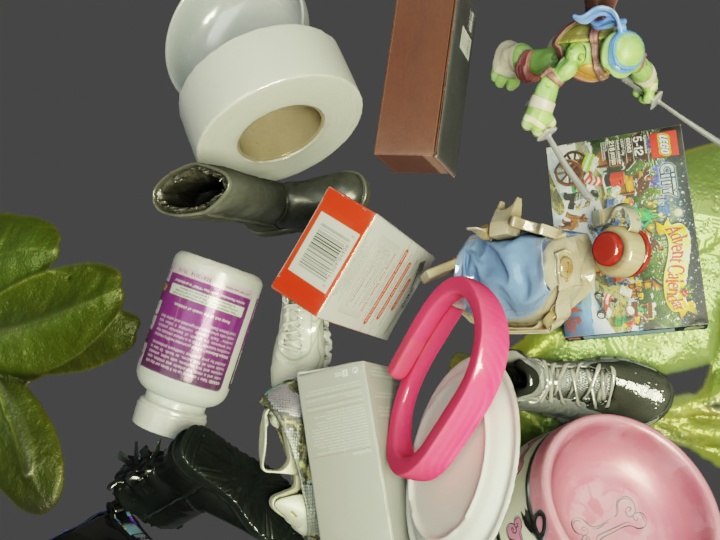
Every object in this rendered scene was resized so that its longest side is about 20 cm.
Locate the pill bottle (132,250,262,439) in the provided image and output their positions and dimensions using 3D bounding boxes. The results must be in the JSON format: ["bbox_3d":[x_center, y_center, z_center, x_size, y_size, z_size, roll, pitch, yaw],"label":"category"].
[{"bbox_3d":[-0.194,0.088,0.926,0.111,0.112,0.203,16,85,24],"label":"pill bottle"}]

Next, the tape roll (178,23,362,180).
[{"bbox_3d":[-0.101,-0.180,0.896,0.201,0.202,0.072,-29,71,14],"label":"tape roll"}]

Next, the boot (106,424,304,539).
[{"bbox_3d":[-0.175,0.258,0.894,0.162,0.198,0.074,-33,23,37],"label":"boot"}]

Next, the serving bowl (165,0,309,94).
[{"bbox_3d":[-0.147,-0.286,1.010,0.197,0.066,0.203,-5,77,21],"label":"serving bowl"}]

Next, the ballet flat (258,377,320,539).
[{"bbox_3d":[-0.071,0.220,0.856,0.071,0.072,0.203,-14,88,18],"label":"ballet flat"}]

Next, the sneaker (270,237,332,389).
[{"bbox_3d":[-0.066,0.052,0.902,0.074,0.081,0.203,12,85,21],"label":"sneaker"}]

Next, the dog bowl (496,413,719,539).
[{"bbox_3d":[0.220,0.215,0.692,0.197,0.074,0.202,9,50,-11],"label":"dog bowl"}]

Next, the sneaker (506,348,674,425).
[{"bbox_3d":[0.194,0.114,0.763,0.197,0.115,0.076,1,79,22],"label":"sneaker"}]

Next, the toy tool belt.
[{"bbox_3d":[0.158,-0.005,0.760,0.199,0.122,0.127,-18,70,53],"label":"toy tool belt"}]

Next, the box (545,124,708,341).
[{"bbox_3d":[0.266,-0.036,0.807,0.135,0.038,0.203,-8,76,21],"label":"box"}]

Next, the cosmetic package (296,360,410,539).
[{"bbox_3d":[0.003,0.202,0.828,0.089,0.107,0.203,-12,73,19],"label":"cosmetic package"}]

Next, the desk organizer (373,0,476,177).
[{"bbox_3d":[0.075,-0.214,0.904,0.076,0.072,0.203,5,81,25],"label":"desk organizer"}]

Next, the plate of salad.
[{"bbox_3d":[0.096,0.178,0.730,0.047,0.200,0.203,18,85,-17],"label":"plate of salad"}]

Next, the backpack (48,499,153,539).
[{"bbox_3d":[-0.264,0.374,0.868,0.199,0.182,0.136,31,100,12],"label":"backpack"}]

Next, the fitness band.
[{"bbox_3d":[0.074,0.102,0.741,0.144,0.037,0.202,-106,37,-55],"label":"fitness band"}]

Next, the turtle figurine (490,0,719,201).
[{"bbox_3d":[0.216,-0.168,0.787,0.144,0.200,0.194,-40,25,2],"label":"turtle figurine"}]

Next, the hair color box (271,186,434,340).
[{"bbox_3d":[0.000,0.000,0.818,0.064,0.200,0.112,31,91,25],"label":"hair color box"}]

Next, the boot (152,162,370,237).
[{"bbox_3d":[-0.101,-0.085,0.876,0.180,0.200,0.074,-18,73,17],"label":"boot"}]
